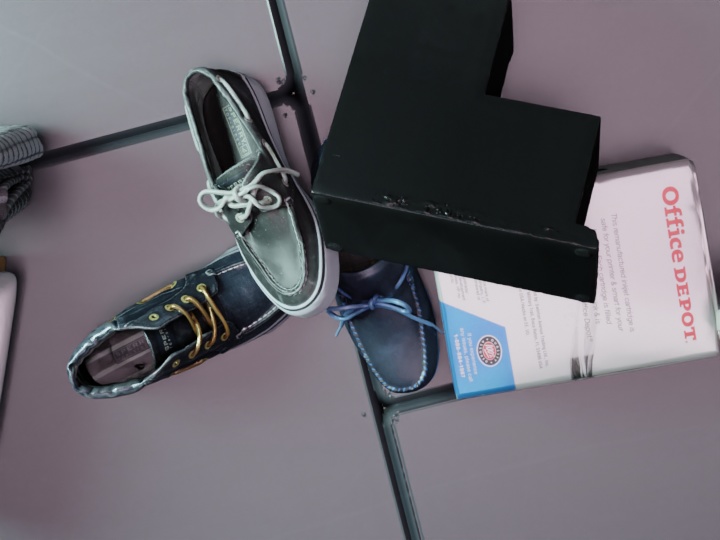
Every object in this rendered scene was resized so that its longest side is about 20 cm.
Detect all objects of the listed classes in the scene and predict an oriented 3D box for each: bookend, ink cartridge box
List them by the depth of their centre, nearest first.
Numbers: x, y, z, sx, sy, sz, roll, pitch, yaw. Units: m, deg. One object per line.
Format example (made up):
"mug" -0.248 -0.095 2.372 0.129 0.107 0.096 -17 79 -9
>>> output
"bookend" 0.088 -0.103 1.310 0.197 0.092 0.201 11 68 11
"ink cartridge box" 0.156 0.003 1.380 0.198 0.084 0.147 -9 96 4

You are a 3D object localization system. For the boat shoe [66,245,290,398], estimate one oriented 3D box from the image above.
"boat shoe" -0.124 0.041 1.393 0.199 0.091 0.071 -28 95 5

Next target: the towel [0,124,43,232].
"towel" -0.341 -0.057 1.354 0.198 0.166 0.086 -1 100 3

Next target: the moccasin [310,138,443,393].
"moccasin" 0.000 0.000 1.392 0.080 0.068 0.201 -22 93 12

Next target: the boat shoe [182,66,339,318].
"boat shoe" -0.077 -0.060 1.356 0.073 0.068 0.201 -24 74 24

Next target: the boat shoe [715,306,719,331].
"boat shoe" 0.337 -0.002 1.353 0.199 0.074 0.094 -3 92 -34

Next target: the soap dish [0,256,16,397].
"soap dish" -0.333 0.087 1.381 0.081 0.157 0.202 13 98 17
